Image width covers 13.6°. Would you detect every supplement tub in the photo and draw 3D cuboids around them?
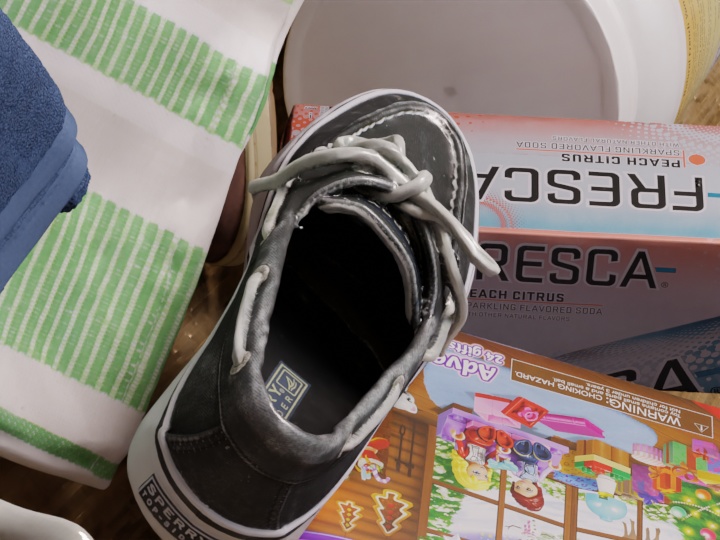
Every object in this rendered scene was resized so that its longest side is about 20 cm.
[{"bbox_3d":[0.058,-0.095,1.118,0.145,0.144,0.200,57,25,-8],"label":"supplement tub"}]

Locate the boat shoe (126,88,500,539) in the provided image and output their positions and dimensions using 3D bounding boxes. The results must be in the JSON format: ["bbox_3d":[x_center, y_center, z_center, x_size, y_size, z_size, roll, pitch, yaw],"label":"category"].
[{"bbox_3d":[-0.002,-0.002,0.837,0.074,0.068,0.199,40,38,-2],"label":"boat shoe"}]

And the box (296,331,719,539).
[{"bbox_3d":[0.056,0.083,0.862,0.199,0.039,0.137,16,38,-6],"label":"box"}]

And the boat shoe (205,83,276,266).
[{"bbox_3d":[-0.083,-0.095,0.961,0.072,0.072,0.201,-14,90,-26],"label":"boat shoe"}]

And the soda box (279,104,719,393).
[{"bbox_3d":[0.071,-0.006,0.996,0.064,0.199,0.069,-85,178,-49],"label":"soda box"}]

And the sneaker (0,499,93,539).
[{"bbox_3d":[-0.138,0.059,0.673,0.200,0.079,0.079,22,47,-51],"label":"sneaker"}]

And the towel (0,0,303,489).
[{"bbox_3d":[-0.081,-0.053,0.798,0.152,0.023,0.201,25,87,-43],"label":"towel"}]

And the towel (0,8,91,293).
[{"bbox_3d":[-0.136,-0.041,0.679,0.048,0.112,0.200,27,-16,30],"label":"towel"}]
